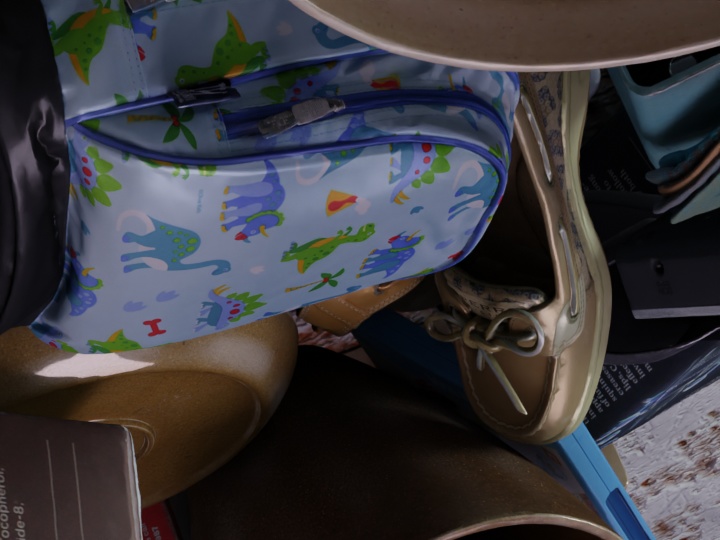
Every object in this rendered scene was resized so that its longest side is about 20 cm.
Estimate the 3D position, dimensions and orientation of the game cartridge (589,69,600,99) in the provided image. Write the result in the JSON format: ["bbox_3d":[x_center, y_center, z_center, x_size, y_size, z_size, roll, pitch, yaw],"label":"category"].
[{"bbox_3d":[-0.006,-0.038,0.934,0.199,0.041,0.133,-13,161,-25],"label":"game cartridge"}]

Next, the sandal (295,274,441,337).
[{"bbox_3d":[0.000,0.000,0.904,0.080,0.054,0.200,-32,158,22],"label":"sandal"}]

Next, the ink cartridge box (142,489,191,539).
[{"bbox_3d":[-0.158,0.149,1.067,0.199,0.145,0.084,-31,157,19],"label":"ink cartridge box"}]

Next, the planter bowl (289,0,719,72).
[{"bbox_3d":[0.057,-0.159,0.533,0.198,0.136,0.201,-6,151,-3],"label":"planter bowl"}]

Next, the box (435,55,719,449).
[{"bbox_3d":[0.155,-0.015,1.013,0.148,0.107,0.200,-25,165,-40],"label":"box"}]

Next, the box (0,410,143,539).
[{"bbox_3d":[-0.193,0.149,0.768,0.199,0.165,0.166,10,147,-31],"label":"box"}]

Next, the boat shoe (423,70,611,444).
[{"bbox_3d":[0.052,-0.018,0.856,0.073,0.202,0.063,7,-155,31],"label":"boat shoe"}]

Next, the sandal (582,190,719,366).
[{"bbox_3d":[0.122,0.005,0.893,0.199,0.077,0.043,-8,-158,34],"label":"sandal"}]

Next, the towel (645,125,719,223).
[{"bbox_3d":[0.185,-0.082,0.648,0.146,0.022,0.200,-18,163,-29],"label":"towel"}]

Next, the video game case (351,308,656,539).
[{"bbox_3d":[0.081,0.099,1.020,0.018,0.143,0.200,-48,135,-14],"label":"video game case"}]

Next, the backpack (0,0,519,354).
[{"bbox_3d":[-0.045,-0.051,0.742,0.199,0.154,0.164,-26,157,-30],"label":"backpack"}]

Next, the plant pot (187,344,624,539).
[{"bbox_3d":[0.003,0.125,0.959,0.186,0.200,0.188,-14,126,-20],"label":"plant pot"}]

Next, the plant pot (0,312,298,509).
[{"bbox_3d":[-0.115,0.065,0.870,0.199,0.028,0.200,-17,156,-8],"label":"plant pot"}]

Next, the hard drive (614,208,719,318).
[{"bbox_3d":[0.202,-0.027,0.743,0.139,0.033,0.199,-28,-167,-35],"label":"hard drive"}]

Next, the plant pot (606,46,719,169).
[{"bbox_3d":[0.135,-0.114,0.754,0.140,0.142,0.200,-24,162,3],"label":"plant pot"}]

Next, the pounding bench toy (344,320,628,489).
[{"bbox_3d":[0.027,0.116,1.210,0.199,0.125,0.156,-20,159,-9],"label":"pounding bench toy"}]
